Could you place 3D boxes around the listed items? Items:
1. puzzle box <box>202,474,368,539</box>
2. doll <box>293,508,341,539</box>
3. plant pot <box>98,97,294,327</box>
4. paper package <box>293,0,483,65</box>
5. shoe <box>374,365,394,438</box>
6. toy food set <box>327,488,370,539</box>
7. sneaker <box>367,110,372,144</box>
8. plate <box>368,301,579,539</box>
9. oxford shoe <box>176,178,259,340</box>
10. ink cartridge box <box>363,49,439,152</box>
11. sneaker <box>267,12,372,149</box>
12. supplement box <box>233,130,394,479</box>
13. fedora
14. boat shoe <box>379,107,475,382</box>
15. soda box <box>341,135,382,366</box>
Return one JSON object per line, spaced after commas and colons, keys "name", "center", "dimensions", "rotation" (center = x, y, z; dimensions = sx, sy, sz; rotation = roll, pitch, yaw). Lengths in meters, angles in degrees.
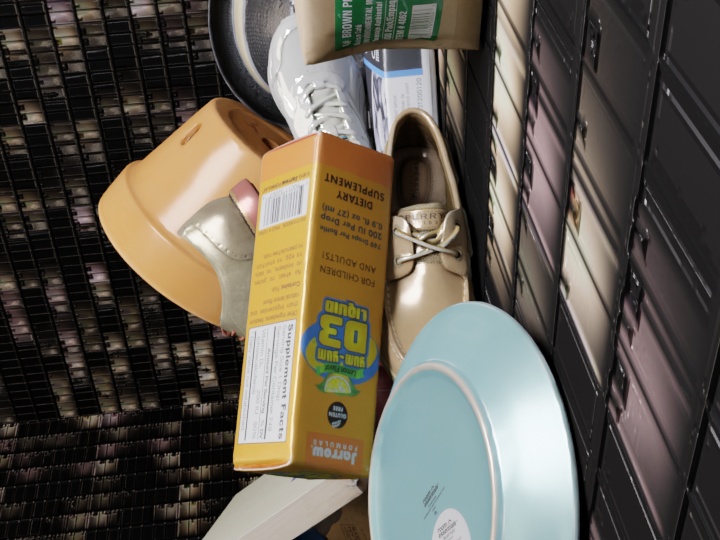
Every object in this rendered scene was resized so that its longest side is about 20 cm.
{"name": "puzzle box", "center": [-0.054, 0.176, 0.811], "dimensions": [0.025, 0.200, 0.133], "rotation": [50, -152, -4]}
{"name": "doll", "center": [-0.014, 0.241, 0.783], "dimensions": [0.048, 0.198, 0.138], "rotation": [-151, 55, -67]}
{"name": "plant pot", "center": [-0.117, -0.060, 0.943], "dimensions": [0.140, 0.199, 0.200], "rotation": [-50, 21, 18]}
{"name": "paper package", "center": [0.006, -0.243, 0.538], "dimensions": [0.201, 0.103, 0.192], "rotation": [90, 174, -53]}
{"name": "shoe", "center": [0.032, 0.103, 0.728], "dimensions": [0.200, 0.090, 0.072], "rotation": [93, 171, -68]}
{"name": "toy food set", "center": [0.010, 0.224, 0.909], "dimensions": [0.201, 0.048, 0.198], "rotation": [57, 143, 12]}
{"name": "sneaker", "center": [0.009, -0.074, 1.115], "dimensions": [0.201, 0.074, 0.116], "rotation": [-84, -11, -48]}
{"name": "plate", "center": [0.042, 0.115, 0.520], "dimensions": [0.200, 0.025, 0.202], "rotation": [-173, 90, -66]}
{"name": "oxford shoe", "center": [-0.062, 0.037, 0.758], "dimensions": [0.201, 0.074, 0.070], "rotation": [60, 175, 0]}
{"name": "ink cartridge box", "center": [0.028, -0.142, 0.827], "dimensions": [0.200, 0.043, 0.200], "rotation": [-104, 8, -73]}
{"name": "sneaker", "center": [-0.019, -0.105, 0.822], "dimensions": [0.099, 0.077, 0.201], "rotation": [-123, 15, -70]}
{"name": "supplement box", "center": [-0.027, 0.023, 0.628], "dimensions": [0.069, 0.066, 0.202], "rotation": [-11, 70, 50]}
{"name": "fedora", "center": [-0.037, -0.214, 0.912], "dimensions": [0.092, 0.199, 0.202], "rotation": [-137, 38, -56]}
{"name": "boat shoe", "center": [0.035, -0.015, 0.658], "dimensions": [0.065, 0.071, 0.201], "rotation": [88, 177, -54]}
{"name": "soda box", "center": [0.000, 0.000, 0.794], "dimensions": [0.064, 0.068, 0.201], "rotation": [-111, -3, -51]}
